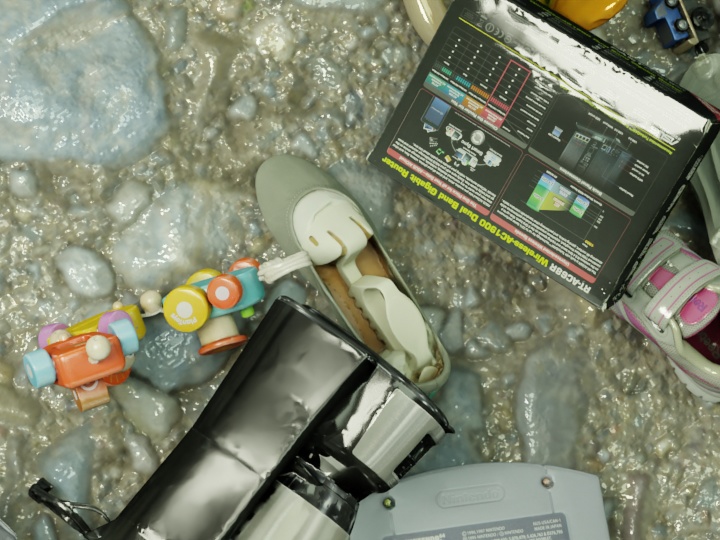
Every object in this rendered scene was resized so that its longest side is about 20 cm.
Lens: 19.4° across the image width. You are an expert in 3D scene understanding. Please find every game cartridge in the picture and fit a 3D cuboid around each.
[{"bbox_3d":[0.076,0.199,1.427,0.200,0.041,0.133,-5,82,-20],"label":"game cartridge"}]

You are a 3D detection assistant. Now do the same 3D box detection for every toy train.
[{"bbox_3d":[0.210,-0.250,1.579,0.046,0.034,0.200,-22,85,-18],"label":"toy train"},{"bbox_3d":[-0.127,0.045,1.340,0.200,0.150,0.056,-21,99,-26],"label":"toy train"}]

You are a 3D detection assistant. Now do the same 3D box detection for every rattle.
[{"bbox_3d":[0.078,-0.235,1.479,0.130,0.143,0.200,-34,96,-5],"label":"rattle"}]

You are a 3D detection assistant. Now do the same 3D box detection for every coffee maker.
[{"bbox_3d":[-0.072,0.118,1.325,0.192,0.135,0.200,37,80,-10],"label":"coffee maker"}]

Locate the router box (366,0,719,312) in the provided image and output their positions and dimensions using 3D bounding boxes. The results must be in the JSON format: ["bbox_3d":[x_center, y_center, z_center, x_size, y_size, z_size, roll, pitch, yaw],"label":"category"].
[{"bbox_3d":[0.125,-0.089,1.426,0.200,0.062,0.150,33,108,13],"label":"router box"}]

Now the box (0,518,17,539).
[{"bbox_3d":[-0.313,0.205,1.236,0.104,0.148,0.200,41,69,-6],"label":"box"}]

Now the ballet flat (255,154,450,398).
[{"bbox_3d":[0.000,0.000,1.433,0.067,0.064,0.200,-31,88,-22],"label":"ballet flat"}]

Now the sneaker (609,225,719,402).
[{"bbox_3d":[0.219,0.013,1.482,0.200,0.088,0.081,40,83,-6],"label":"sneaker"}]

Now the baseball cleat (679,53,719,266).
[{"bbox_3d":[0.282,-0.060,1.548,0.106,0.070,0.200,33,44,-48],"label":"baseball cleat"}]
